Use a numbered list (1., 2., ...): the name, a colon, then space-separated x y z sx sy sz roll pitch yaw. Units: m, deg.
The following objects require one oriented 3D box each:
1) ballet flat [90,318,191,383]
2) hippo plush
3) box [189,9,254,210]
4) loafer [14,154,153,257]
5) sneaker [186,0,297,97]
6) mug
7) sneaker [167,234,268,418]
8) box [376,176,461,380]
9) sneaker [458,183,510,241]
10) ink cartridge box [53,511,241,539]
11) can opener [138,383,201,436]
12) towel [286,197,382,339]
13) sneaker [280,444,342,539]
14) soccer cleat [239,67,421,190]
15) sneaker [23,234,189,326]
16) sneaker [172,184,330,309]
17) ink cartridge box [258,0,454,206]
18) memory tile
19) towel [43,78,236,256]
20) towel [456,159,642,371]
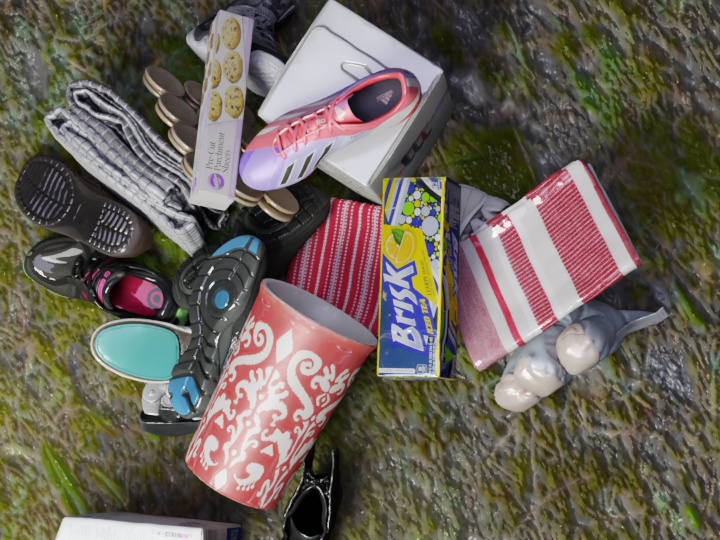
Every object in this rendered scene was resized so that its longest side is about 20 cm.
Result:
1. ballet flat: -0.194 0.087 1.676 0.198 0.069 0.070 3 84 -7
2. hippo plush: 0.195 0.034 1.597 0.199 0.159 0.162 -33 82 3
3. box: -0.139 -0.162 1.541 0.041 0.039 0.202 12 70 -18
4. loafer: -0.308 -0.062 1.712 0.199 0.071 0.073 33 92 30
5. sneaker: -0.110 -0.262 1.667 0.114 0.200 0.075 -50 124 -7
6. mug: -0.074 0.132 1.569 0.133 0.177 0.201 34 99 35
7. sneaker: -0.139 0.060 1.615 0.073 0.082 0.202 26 98 40
8. box: 0.060 0.009 1.549 0.069 0.064 0.203 0 83 21
9. sneaker: 0.083 -0.003 1.666 0.081 0.075 0.201 32 84 20
10. ink cartridge box: -0.240 0.276 1.607 0.198 0.196 0.044 5 83 7
11. can opener: -0.145 0.151 1.686 0.197 0.067 0.053 4 49 5
12. towel: 0.000 0.000 1.646 0.199 0.022 0.146 11 88 37
13. sneaker: -0.061 0.281 1.631 0.059 0.104 0.202 17 86 8
14. soccer cleat: -0.033 -0.140 1.486 0.198 0.076 0.067 -25 83 6
15. sneaker: -0.281 0.008 1.697 0.198 0.084 0.078 17 86 8
16. sneaker: -0.111 -0.016 1.679 0.199 0.091 0.076 -37 50 1
17. ink cartridge box: 0.000 -0.169 1.621 0.145 0.200 0.145 33 89 9
18. memory tile: -0.150 -0.136 1.638 0.017 0.152 0.201 -50 44 24
19. towel: -0.232 -0.113 1.664 0.199 0.166 0.086 38 84 9
20. towel: 0.173 -0.007 1.553 0.199 0.023 0.145 -35 54 17
